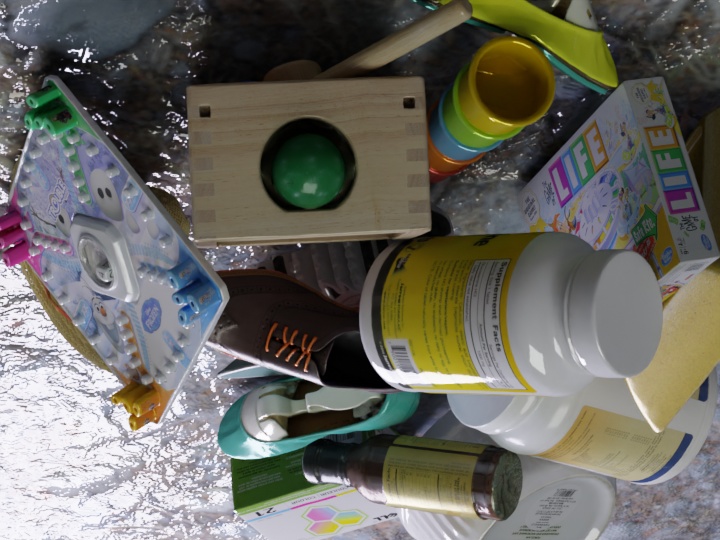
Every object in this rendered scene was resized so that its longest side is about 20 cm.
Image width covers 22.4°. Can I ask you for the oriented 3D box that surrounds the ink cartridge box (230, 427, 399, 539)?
[{"bbox_3d":[-0.014,0.218,1.738,0.146,0.076,0.200,-19,142,18],"label":"ink cartridge box"}]

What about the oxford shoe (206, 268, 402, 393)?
[{"bbox_3d":[-0.047,0.046,1.362,0.198,0.073,0.072,12,100,-6],"label":"oxford shoe"}]

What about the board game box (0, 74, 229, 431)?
[{"bbox_3d":[-0.186,-0.005,1.280,0.026,0.200,0.200,-32,165,-33],"label":"board game box"}]

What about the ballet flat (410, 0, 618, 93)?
[{"bbox_3d":[0.110,-0.179,1.202,0.199,0.067,0.067,21,109,-32],"label":"ballet flat"}]

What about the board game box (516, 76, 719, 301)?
[{"bbox_3d":[0.181,-0.034,1.313,0.034,0.136,0.200,-8,161,-21],"label":"board game box"}]

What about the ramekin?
[{"bbox_3d":[0.139,0.206,1.656,0.198,0.105,0.201,-20,138,-18],"label":"ramekin"}]

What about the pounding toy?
[{"bbox_3d":[-0.024,-0.092,1.216,0.182,0.144,0.200,-3,179,-4],"label":"pounding toy"}]

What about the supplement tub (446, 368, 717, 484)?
[{"bbox_3d":[0.185,0.092,1.526,0.198,0.146,0.144,17,140,-29],"label":"supplement tub"}]

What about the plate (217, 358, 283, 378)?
[{"bbox_3d":[-0.022,0.064,1.506,0.198,0.026,0.200,-9,175,-1],"label":"plate"}]

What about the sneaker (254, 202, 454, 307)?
[{"bbox_3d":[0.000,0.000,1.440,0.199,0.076,0.081,-23,152,34],"label":"sneaker"}]

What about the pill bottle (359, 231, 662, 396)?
[{"bbox_3d":[0.105,0.030,1.267,0.199,0.114,0.112,-1,155,42],"label":"pill bottle"}]

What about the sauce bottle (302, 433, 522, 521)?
[{"bbox_3d":[0.042,0.173,1.569,0.198,0.065,0.065,5,155,33],"label":"sauce bottle"}]

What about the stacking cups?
[{"bbox_3d":[0.076,-0.107,1.255,0.060,0.061,0.200,3,171,-12],"label":"stacking cups"}]

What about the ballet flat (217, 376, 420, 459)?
[{"bbox_3d":[-0.047,0.116,1.583,0.198,0.068,0.070,-14,158,19],"label":"ballet flat"}]

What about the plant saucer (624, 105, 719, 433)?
[{"bbox_3d":[0.243,-0.014,1.345,0.048,0.202,0.201,16,142,-8],"label":"plant saucer"}]

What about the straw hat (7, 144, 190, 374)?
[{"bbox_3d":[-0.174,-0.022,1.351,0.085,0.201,0.202,-31,161,-34],"label":"straw hat"}]
